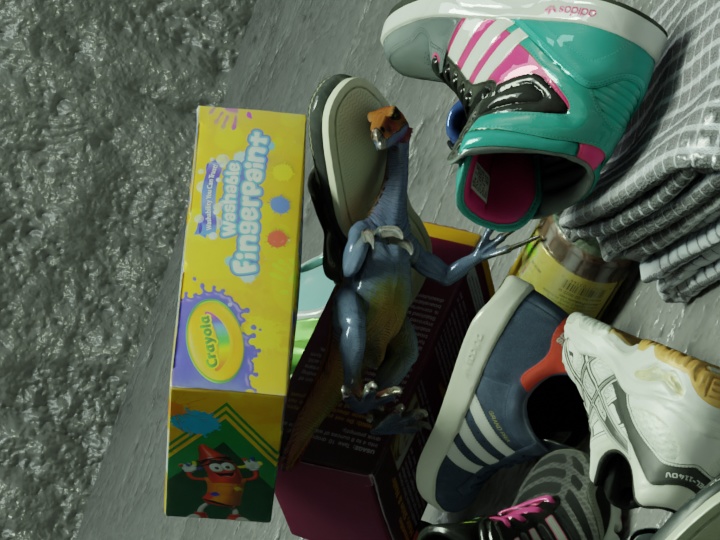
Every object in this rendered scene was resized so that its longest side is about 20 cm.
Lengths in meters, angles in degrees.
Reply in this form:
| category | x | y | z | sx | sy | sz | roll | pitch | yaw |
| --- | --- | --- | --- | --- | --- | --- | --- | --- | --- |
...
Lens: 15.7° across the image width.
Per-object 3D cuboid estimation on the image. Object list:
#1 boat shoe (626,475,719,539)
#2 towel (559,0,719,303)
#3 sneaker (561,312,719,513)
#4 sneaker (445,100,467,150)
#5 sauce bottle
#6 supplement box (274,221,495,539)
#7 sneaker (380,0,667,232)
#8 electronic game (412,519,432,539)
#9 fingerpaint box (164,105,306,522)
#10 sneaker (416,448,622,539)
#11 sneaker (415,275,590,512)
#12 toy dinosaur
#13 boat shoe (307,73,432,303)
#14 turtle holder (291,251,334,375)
| category | x | y | z | sx | sy | sz | roll | pitch | yaw |
| --- | --- | --- | --- | --- | --- | --- | --- | --- | --- |
| boat shoe | 0.143 | 0.154 | 1.225 | 0.066 | 0.074 | 0.200 | -103 | 23 | -49 |
| towel | 0.189 | -0.091 | 1.397 | 0.200 | 0.085 | 0.166 | 139 | 150 | -68 |
| sneaker | 0.140 | 0.078 | 1.365 | 0.200 | 0.075 | 0.088 | -150 | 81 | -79 |
| sneaker | 0.097 | -0.103 | 1.862 | 0.200 | 0.078 | 0.076 | -153 | 84 | -78 |
| sauce bottle | 0.104 | 0.042 | 1.620 | 0.065 | 0.064 | 0.200 | -85 | 20 | -52 |
| supplement box | 0.016 | 0.076 | 1.735 | 0.111 | 0.085 | 0.200 | 72 | -144 | -51 |
| sneaker | 0.071 | -0.084 | 1.424 | 0.200 | 0.083 | 0.121 | 6 | 70 | 50 |
| electronic game | 0.010 | 0.262 | 1.741 | 0.200 | 0.041 | 0.201 | -160 | 90 | -79 |
| fingerpaint box | -0.076 | 0.028 | 1.609 | 0.167 | 0.073 | 0.201 | 99 | 176 | -57 |
| sneaker | 0.075 | 0.153 | 1.401 | 0.074 | 0.088 | 0.200 | -22 | 25 | 43 |
| sneaker | 0.093 | 0.094 | 1.559 | 0.075 | 0.084 | 0.200 | -51 | -16 | -35 |
| toy dinosaur | 0.000 | 0.000 | 1.565 | 0.199 | 0.105 | 0.182 | -22 | 61 | 29 |
| boat shoe | -0.009 | -0.050 | 1.637 | 0.072 | 0.067 | 0.200 | -53 | -30 | -25 |
| turtle holder | -0.003 | 0.048 | 1.919 | 0.186 | 0.140 | 0.132 | 135 | 154 | -67 |
